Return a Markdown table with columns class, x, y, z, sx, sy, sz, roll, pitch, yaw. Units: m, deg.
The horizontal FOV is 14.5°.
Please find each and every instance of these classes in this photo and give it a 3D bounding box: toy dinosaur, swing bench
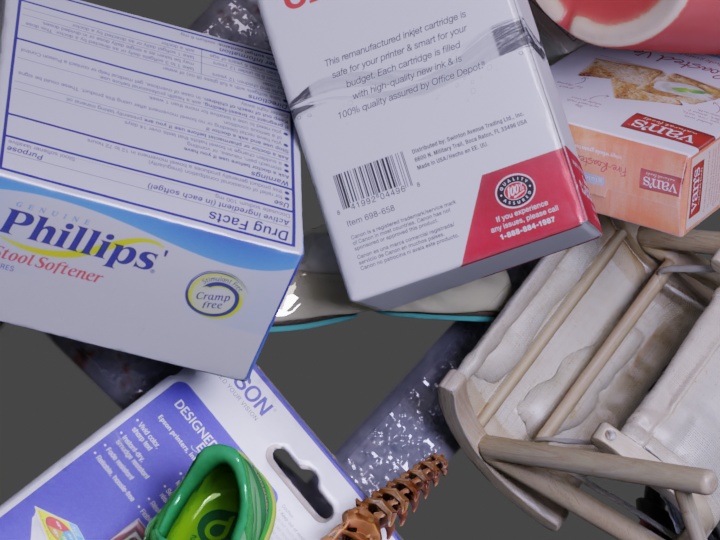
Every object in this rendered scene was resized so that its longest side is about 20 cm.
| class | x | y | z | sx | sy | sz | roll | pitch | yaw |
| --- | --- | --- | --- | --- | --- | --- | --- | --- | --- |
| toy dinosaur | 0.001 | 0.192 | 1.585 | 0.135 | 0.102 | 0.200 | 25 | 87 | 9 |
| swing bench | 0.187 | 0.064 | 1.702 | 0.200 | 0.130 | 0.199 | 21 | 59 | 34 |

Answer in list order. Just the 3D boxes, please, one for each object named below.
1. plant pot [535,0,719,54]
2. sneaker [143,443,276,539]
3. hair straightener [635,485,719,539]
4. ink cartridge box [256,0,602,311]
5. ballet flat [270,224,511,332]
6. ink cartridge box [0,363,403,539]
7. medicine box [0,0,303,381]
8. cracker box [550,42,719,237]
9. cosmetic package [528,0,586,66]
| class | x | y | z | sx | sy | sz | roll | pitch | yaw |
| --- | --- | --- | --- | --- | --- | --- | --- | --- | --- |
| plant pot | 0.197 | -0.213 | 1.677 | 0.177 | 0.200 | 0.201 | -16 | 76 | -46 |
| sneaker | -0.104 | 0.183 | 1.546 | 0.074 | 0.084 | 0.200 | 7 | 60 | 15 |
| hair straightener | 0.203 | 0.209 | 1.724 | 0.077 | 0.041 | 0.201 | 6 | 65 | -17 |
| ink cartridge box | 0.039 | -0.095 | 1.630 | 0.144 | 0.084 | 0.201 | -19 | 82 | 10 |
| ballet flat | 0.000 | 0.000 | 1.707 | 0.199 | 0.069 | 0.070 | -2 | 71 | -27 |
| ink cartridge box | -0.091 | 0.171 | 1.632 | 0.200 | 0.047 | 0.198 | -37 | 84 | -28 |
| medicine box | -0.134 | -0.053 | 1.619 | 0.182 | 0.103 | 0.200 | 15 | 36 | -13 |
| cracker box | 0.183 | -0.094 | 1.733 | 0.134 | 0.058 | 0.200 | 17 | 29 | 26 |
| cosmetic package | 0.079 | -0.221 | 1.814 | 0.200 | 0.071 | 0.105 | 45 | 62 | 1 |
